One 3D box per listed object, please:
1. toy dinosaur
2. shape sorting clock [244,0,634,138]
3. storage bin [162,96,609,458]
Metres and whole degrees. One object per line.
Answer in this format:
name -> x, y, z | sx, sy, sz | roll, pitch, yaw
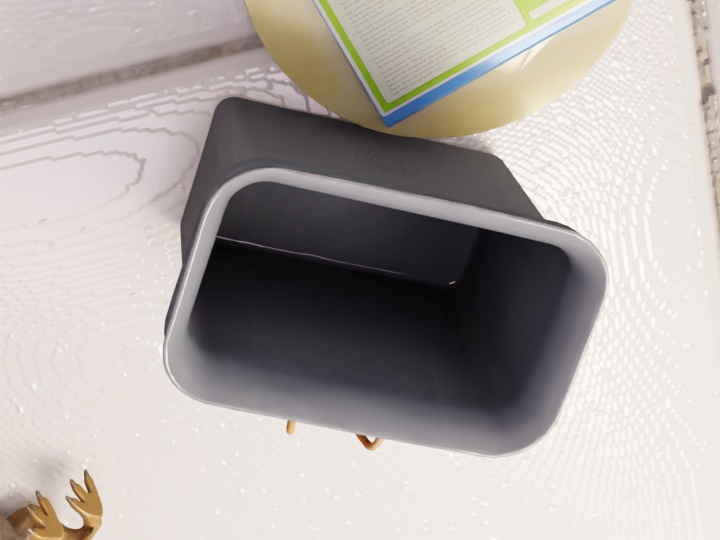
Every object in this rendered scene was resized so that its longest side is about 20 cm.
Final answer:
toy dinosaur -> -0.181, 0.152, 1.343 | 0.106, 0.061, 0.200 | -28, 117, 32
shape sorting clock -> 0.039, -0.159, 1.219 | 0.199, 0.039, 0.201 | -4, 119, -7
storage bin -> 0.000, 0.000, 1.242 | 0.199, 0.134, 0.146 | 12, 115, -16
